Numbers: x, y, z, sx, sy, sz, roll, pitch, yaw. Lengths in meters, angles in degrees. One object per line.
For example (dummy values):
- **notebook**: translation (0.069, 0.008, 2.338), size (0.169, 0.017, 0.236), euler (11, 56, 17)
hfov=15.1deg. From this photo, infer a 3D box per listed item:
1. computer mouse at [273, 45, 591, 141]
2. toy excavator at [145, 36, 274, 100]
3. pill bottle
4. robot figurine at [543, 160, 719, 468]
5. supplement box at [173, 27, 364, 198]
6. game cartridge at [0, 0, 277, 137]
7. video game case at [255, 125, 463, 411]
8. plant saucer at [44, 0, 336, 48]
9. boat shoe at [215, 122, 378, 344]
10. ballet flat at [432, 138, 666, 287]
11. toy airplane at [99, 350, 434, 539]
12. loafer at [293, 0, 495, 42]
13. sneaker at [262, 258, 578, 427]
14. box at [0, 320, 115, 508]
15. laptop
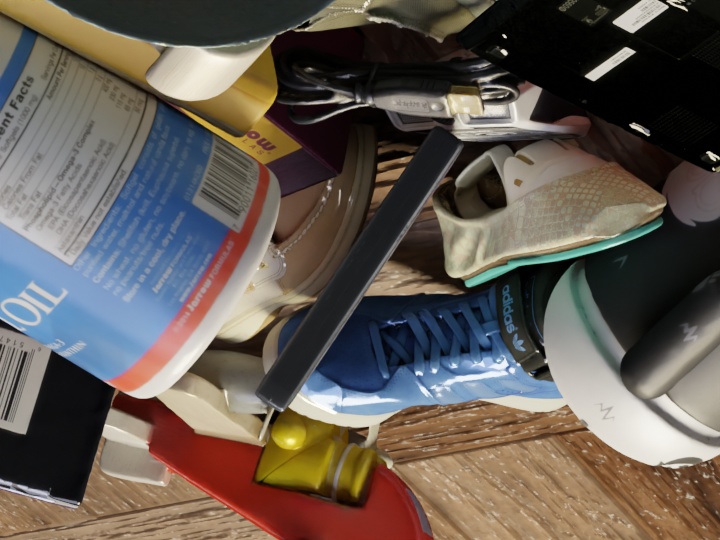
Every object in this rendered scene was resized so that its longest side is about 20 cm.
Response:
- **computer mouse**: translation (0.047, -0.085, 1.245), size (0.109, 0.044, 0.200), euler (-2, 179, 23)
- **toy excavator**: translation (-0.115, -0.179, 1.048), size (0.194, 0.200, 0.100), euler (23, 145, -21)
- **pill bottle**: translation (-0.142, -0.043, 1.089), size (0.200, 0.112, 0.112), euler (32, 141, -15)
- **robot figurine**: translation (0.181, 0.009, 1.310), size (0.150, 0.125, 0.200), euler (24, 123, -41)
- **supplement box**: translation (-0.111, -0.077, 1.307), size (0.200, 0.086, 0.110), euler (-20, 137, 36)
- **game cartridge**: translation (-0.129, -0.155, 1.116), size (0.200, 0.176, 0.032), euler (29, 119, -29)
- **video game case**: translation (0.000, 0.000, 1.277), size (0.019, 0.143, 0.200), euler (34, 180, 1)
- **plant saucer**: translation (-0.080, -0.171, 0.994), size (0.201, 0.201, 0.039), euler (22, 156, -20)
- **boat shoe**: translation (-0.057, -0.020, 1.392), size (0.069, 0.074, 0.200), euler (16, 147, -22)
- **ballet flat**: translation (0.080, -0.032, 1.305), size (0.067, 0.062, 0.200), euler (-22, -179, -23)
- **toy airplane**: translation (-0.054, 0.093, 1.533), size (0.199, 0.141, 0.200), euler (36, 176, -20)
- **loafer**: translation (-0.009, -0.140, 1.154), size (0.070, 0.075, 0.200), euler (-34, 154, 20)
- **sneaker**: translation (0.055, 0.031, 1.412), size (0.200, 0.077, 0.111), euler (4, 154, -28)
- **box**: translation (-0.216, 0.052, 1.439), size (0.148, 0.105, 0.200), euler (17, 175, -12)
- **laptop**: translation (0.171, -0.116, 1.045), size (0.200, 0.103, 0.177), euler (25, 153, -16)
